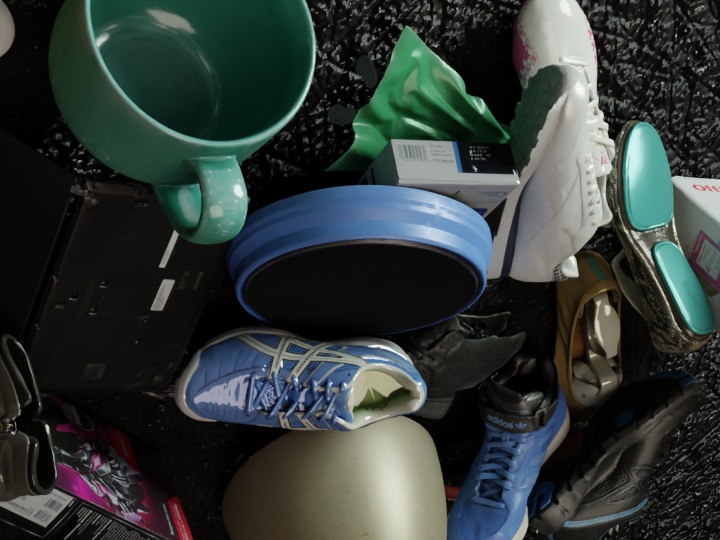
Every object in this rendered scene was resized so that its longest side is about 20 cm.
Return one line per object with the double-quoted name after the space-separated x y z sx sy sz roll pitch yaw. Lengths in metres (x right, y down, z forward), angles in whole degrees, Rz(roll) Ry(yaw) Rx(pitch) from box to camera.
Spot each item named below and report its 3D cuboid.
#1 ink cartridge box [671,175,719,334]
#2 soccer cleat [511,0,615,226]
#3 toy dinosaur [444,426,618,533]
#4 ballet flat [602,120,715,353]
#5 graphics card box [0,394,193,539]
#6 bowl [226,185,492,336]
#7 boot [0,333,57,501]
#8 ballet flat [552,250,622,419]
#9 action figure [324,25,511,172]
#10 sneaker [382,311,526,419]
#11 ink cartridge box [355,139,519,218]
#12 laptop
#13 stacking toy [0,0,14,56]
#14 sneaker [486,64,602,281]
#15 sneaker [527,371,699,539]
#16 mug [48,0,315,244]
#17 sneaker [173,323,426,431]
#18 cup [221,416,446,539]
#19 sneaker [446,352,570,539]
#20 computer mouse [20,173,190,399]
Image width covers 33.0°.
0.360 0.003 1.060 0.144 0.200 0.085 3 122 -27 "ink cartridge box"
0.170 -0.123 0.957 0.070 0.086 0.201 -22 127 -12 "soccer cleat"
0.197 0.191 1.158 0.200 0.105 0.182 32 101 -35 "toy dinosaur"
0.240 -0.024 1.040 0.068 0.075 0.201 -10 80 -34 "ballet flat"
-0.219 0.154 0.917 0.051 0.126 0.200 -45 128 10 "graphics card box"
0.000 0.000 0.908 0.200 0.040 0.201 -3 156 -1 "bowl"
-0.276 0.071 0.800 0.130 0.201 0.068 -26 171 12 "boot"
0.212 0.076 1.118 0.068 0.063 0.201 -22 127 -12 "ballet flat"
0.066 -0.101 0.942 0.200 0.055 0.118 22 107 -42 "action figure"
0.045 0.067 1.037 0.199 0.060 0.104 17 113 -39 "sneaker"
0.033 -0.038 0.934 0.099 0.039 0.200 -1 156 -23 "ink cartridge box"
-0.209 -0.013 0.842 0.199 0.103 0.178 4 125 -38 "laptop"
-0.282 -0.168 0.700 0.200 0.146 0.146 18 112 -50 "stacking toy"
0.148 -0.070 0.919 0.080 0.077 0.200 9 138 -1 "sneaker"
0.240 0.176 1.114 0.082 0.073 0.200 43 97 -15 "sneaker"
-0.124 -0.118 0.764 0.152 0.114 0.186 30 63 -20 "mug"
-0.042 0.084 0.926 0.199 0.077 0.076 -3 103 -21 "sneaker"
-0.005 0.239 1.037 0.199 0.144 0.201 -13 137 -12 "cup"
0.124 0.159 1.075 0.200 0.077 0.111 -52 140 -33 "sneaker"
-0.166 -0.002 0.894 0.138 0.053 0.201 14 119 -19 "computer mouse"
